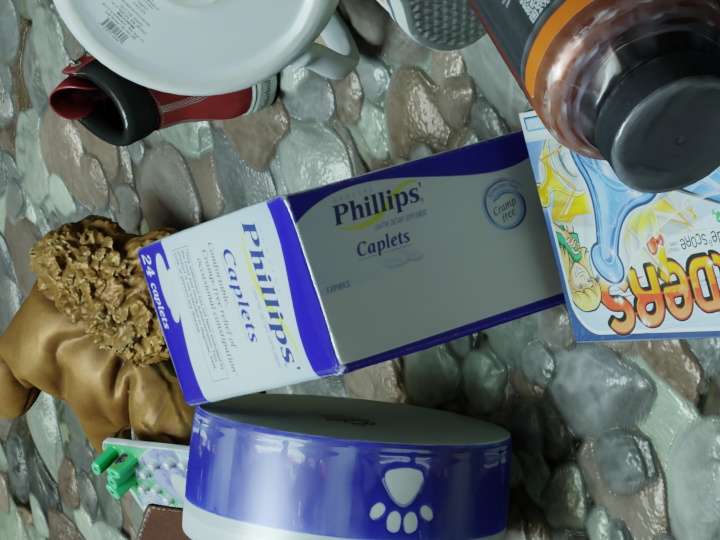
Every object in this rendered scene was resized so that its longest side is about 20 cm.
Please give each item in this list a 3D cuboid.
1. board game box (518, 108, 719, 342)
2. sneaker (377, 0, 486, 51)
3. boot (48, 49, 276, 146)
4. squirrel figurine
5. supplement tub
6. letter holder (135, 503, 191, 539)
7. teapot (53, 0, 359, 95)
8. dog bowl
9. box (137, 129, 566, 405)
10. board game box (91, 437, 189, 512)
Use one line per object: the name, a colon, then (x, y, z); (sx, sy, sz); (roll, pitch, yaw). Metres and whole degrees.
board game box: (0.169, -0.032, 1.263); (0.200, 0.034, 0.136); (-6, 100, 59)
sneaker: (0.021, -0.185, 1.298); (0.078, 0.200, 0.080); (-43, 63, 9)
boot: (-0.167, -0.162, 1.631); (0.200, 0.144, 0.073); (48, 144, 37)
squirrel figurine: (-0.164, 0.062, 1.759); (0.186, 0.141, 0.201); (39, 139, 33)
supplement tub: (0.117, -0.128, 1.187); (0.107, 0.106, 0.201); (103, 152, -42)
letter holder: (-0.055, 0.246, 1.531); (0.199, 0.143, 0.101); (6, 145, 19)
teapot: (-0.094, -0.209, 1.437); (0.146, 0.196, 0.201); (-91, 3, -62)
dog bowl: (-0.008, 0.129, 1.463); (0.200, 0.199, 0.079); (11, 97, 56)
box: (0.000, 0.000, 1.407); (0.200, 0.183, 0.106); (-17, 90, 60)
board game box: (-0.085, 0.208, 1.686); (0.199, 0.026, 0.201); (1, 128, 50)
